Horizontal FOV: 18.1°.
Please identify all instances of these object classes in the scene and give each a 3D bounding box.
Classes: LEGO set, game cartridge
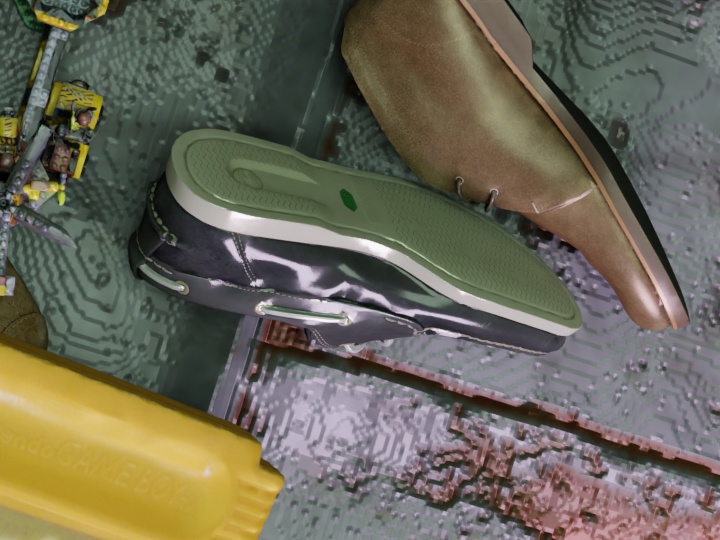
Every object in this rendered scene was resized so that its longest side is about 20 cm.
[{"bbox_3d":[-0.182,-0.093,0.866,0.199,0.116,0.155,26,84,-15],"label":"LEGO set"},{"bbox_3d":[-0.141,0.133,0.895,0.176,0.032,0.201,23,95,-26],"label":"game cartridge"}]

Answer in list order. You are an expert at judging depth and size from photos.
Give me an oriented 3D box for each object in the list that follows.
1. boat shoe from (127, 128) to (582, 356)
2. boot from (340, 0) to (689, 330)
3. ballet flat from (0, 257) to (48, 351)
[{"bbox_3d":[0.000,0.000,0.958,0.199,0.072,0.068,16,123,-22],"label":"boat shoe"},{"bbox_3d":[0.067,-0.047,0.974,0.075,0.074,0.200,-36,96,7],"label":"boot"},{"bbox_3d":[-0.224,0.023,0.890,0.199,0.068,0.073,-8,73,-16],"label":"ballet flat"}]
